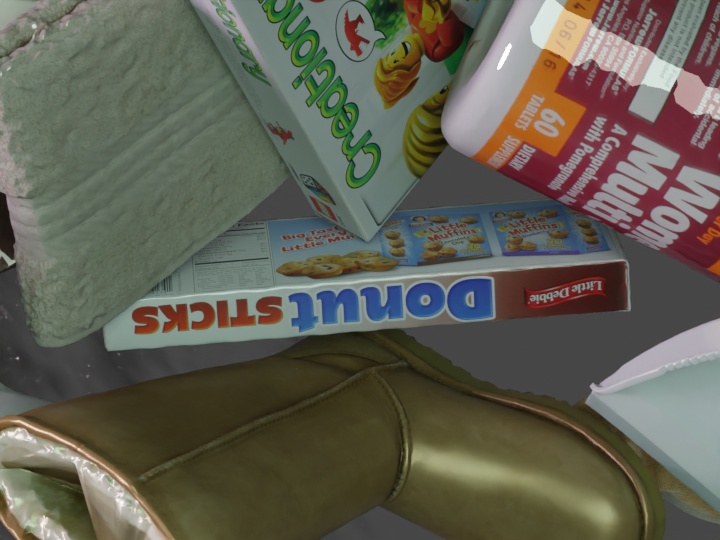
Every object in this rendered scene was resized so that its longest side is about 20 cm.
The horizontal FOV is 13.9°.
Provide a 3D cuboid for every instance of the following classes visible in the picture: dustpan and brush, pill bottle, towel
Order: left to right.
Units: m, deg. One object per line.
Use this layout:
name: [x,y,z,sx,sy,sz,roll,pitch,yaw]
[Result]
towel: [-0.060,-0.075,1.084,0.034,0.133,0.200,27,53,35]
pill bottle: [0.139,-0.052,1.075,0.199,0.110,0.110,26,90,-6]
dustpan and brush: [0.194,0.045,1.035,0.139,0.057,0.200,39,119,-24]

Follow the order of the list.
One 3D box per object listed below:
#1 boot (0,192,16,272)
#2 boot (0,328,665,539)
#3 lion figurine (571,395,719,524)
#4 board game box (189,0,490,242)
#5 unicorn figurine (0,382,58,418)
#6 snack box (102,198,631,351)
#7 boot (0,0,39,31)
boot: [-0.225,-0.053,1.121,0.199,0.072,0.167,-20,90,-6]
boot: [-0.010,0.084,1.056,0.175,0.200,0.066,25,113,28]
lion figurine: [0.141,0.074,1.143,0.199,0.072,0.123,-4,106,-11]
board game box: [0.000,-0.115,1.071,0.035,0.200,0.126,30,73,33]
unicorn figurine: [-0.115,0.081,1.115,0.199,0.137,0.074,27,124,10]
snack box: [0.000,0.000,1.135,0.199,0.072,0.024,-4,111,-3]
boot: [-0.188,-0.048,1.079,0.199,0.072,0.145,-2,115,-16]
